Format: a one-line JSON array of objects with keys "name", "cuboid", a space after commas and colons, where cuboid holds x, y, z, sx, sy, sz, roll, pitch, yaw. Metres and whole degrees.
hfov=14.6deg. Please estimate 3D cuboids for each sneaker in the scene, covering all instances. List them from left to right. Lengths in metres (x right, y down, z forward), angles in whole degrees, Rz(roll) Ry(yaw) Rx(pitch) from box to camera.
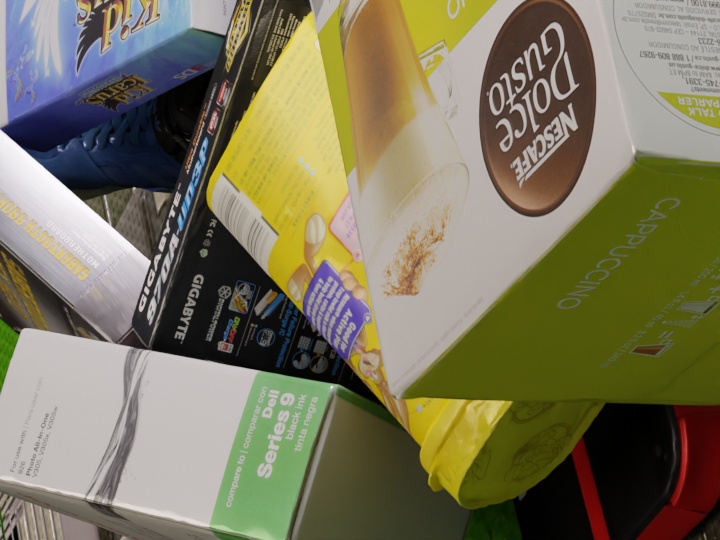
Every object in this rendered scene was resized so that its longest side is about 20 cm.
[{"name": "sneaker", "cuboid": [-0.119, -0.086, 1.568, 0.111, 0.199, 0.077, 104, 176, -63]}]

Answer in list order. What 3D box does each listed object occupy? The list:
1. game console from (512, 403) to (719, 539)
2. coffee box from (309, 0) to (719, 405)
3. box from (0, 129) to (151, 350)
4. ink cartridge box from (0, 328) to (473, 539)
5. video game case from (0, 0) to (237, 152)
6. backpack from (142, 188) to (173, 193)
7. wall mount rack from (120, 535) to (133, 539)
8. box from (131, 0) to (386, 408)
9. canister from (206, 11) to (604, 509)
[{"name": "game console", "cuboid": [0.110, 0.051, 1.338, 0.177, 0.031, 0.201, 121, 143, -53]}, {"name": "coffee box", "cuboid": [0.122, -0.073, 1.102, 0.200, 0.199, 0.199, -47, 47, 52]}, {"name": "box", "cuboid": [-0.157, 0.014, 1.537, 0.158, 0.048, 0.200, 41, 166, 18]}, {"name": "ink cartridge box", "cuboid": [-0.065, 0.097, 1.372, 0.199, 0.146, 0.084, 9, 78, 35]}, {"name": "video game case", "cuboid": [-0.131, -0.177, 1.483, 0.200, 0.045, 0.182, -21, 65, 48]}, {"name": "backpack", "cuboid": [-0.144, -0.165, 1.707, 0.163, 0.167, 0.201, -70, -5, -78]}, {"name": "wall mount rack", "cuboid": [-0.062, 0.157, 1.489, 0.199, 0.173, 0.075, 11, 109, 44]}, {"name": "box", "cuboid": [-0.009, -0.038, 1.400, 0.046, 0.158, 0.201, -137, 64, -67]}, {"name": "canister", "cuboid": [0.033, -0.015, 1.274, 0.200, 0.086, 0.149, 48, 122, 25]}]
